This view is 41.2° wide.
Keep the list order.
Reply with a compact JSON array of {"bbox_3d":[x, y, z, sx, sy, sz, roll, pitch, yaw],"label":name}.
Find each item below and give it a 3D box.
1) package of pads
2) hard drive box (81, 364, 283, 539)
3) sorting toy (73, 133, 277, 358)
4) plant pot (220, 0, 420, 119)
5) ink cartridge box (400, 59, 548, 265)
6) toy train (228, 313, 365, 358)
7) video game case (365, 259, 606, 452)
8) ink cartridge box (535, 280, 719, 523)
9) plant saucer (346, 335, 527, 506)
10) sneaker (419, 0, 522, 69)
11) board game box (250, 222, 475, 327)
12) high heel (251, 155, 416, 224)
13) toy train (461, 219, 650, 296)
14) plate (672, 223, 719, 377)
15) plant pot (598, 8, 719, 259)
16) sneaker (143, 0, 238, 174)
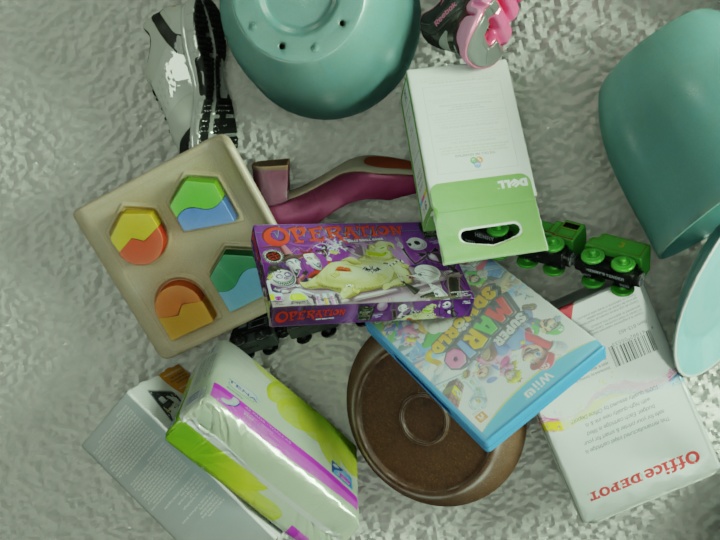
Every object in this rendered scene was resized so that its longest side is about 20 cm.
[{"bbox_3d":[-0.088,0.170,0.944,0.199,0.155,0.068,41,102,-12],"label":"package of pads"},{"bbox_3d":[-0.160,0.201,0.968,0.200,0.156,0.077,44,98,2],"label":"hard drive box"},{"bbox_3d":[-0.174,-0.016,0.978,0.197,0.037,0.187,-23,108,17],"label":"sorting toy"},{"bbox_3d":[-0.045,-0.254,0.920,0.196,0.161,0.205,1,95,7],"label":"plant pot"},{"bbox_3d":[0.105,-0.096,0.919,0.102,0.059,0.204,-7,71,-7],"label":"ink cartridge box"},{"bbox_3d":[-0.046,0.048,1.001,0.197,0.046,0.034,-17,129,10],"label":"toy train"},{"bbox_3d":[0.112,0.064,0.907,0.142,0.018,0.200,-35,44,-12],"label":"video game case"},{"bbox_3d":[0.242,0.122,0.948,0.144,0.083,0.203,-23,90,8],"label":"ink cartridge box"},{"bbox_3d":[0.068,0.145,0.967,0.197,0.034,0.205,5,100,26],"label":"plant saucer"},{"bbox_3d":[0.126,-0.292,0.937,0.095,0.079,0.202,22,72,41],"label":"sneaker"},{"bbox_3d":[0.000,0.000,0.923,0.196,0.121,0.033,-2,127,-17],"label":"board game box"},{"bbox_3d":[-0.017,-0.065,0.989,0.196,0.068,0.098,1,110,10],"label":"high heel"},{"bbox_3d":[0.185,-0.025,0.929,0.198,0.056,0.042,19,137,33],"label":"toy train"},{"bbox_3d":[0.342,0.006,0.891,0.025,0.199,0.203,33,98,38],"label":"plate"},{"bbox_3d":[0.311,-0.134,0.873,0.199,0.200,0.162,-34,75,8],"label":"plant pot"},{"bbox_3d":[-0.179,-0.178,0.998,0.079,0.073,0.204,-4,90,24],"label":"sneaker"}]
